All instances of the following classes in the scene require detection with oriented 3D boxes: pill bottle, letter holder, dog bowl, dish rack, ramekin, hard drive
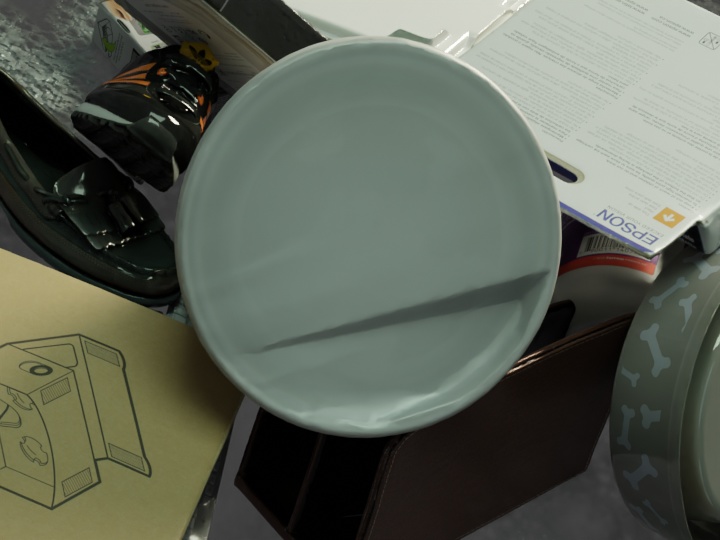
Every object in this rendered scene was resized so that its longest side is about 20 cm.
[{"bbox_3d":[0.175,-0.008,1.511,0.112,0.113,0.201,21,42,3],"label":"pill bottle"},{"bbox_3d":[0.047,0.071,1.360,0.199,0.143,0.101,-24,56,-36],"label":"letter holder"},{"bbox_3d":[0.214,0.071,1.391,0.058,0.202,0.200,15,34,38],"label":"dog bowl"},{"bbox_3d":[0.012,-0.183,1.608,0.199,0.044,0.172,23,40,23],"label":"dish rack"},{"bbox_3d":[-0.001,-0.022,1.254,0.201,0.204,0.094,9,8,-10],"label":"ramekin"},{"bbox_3d":[-0.065,-0.135,1.494,0.200,0.139,0.038,38,79,-28],"label":"hard drive"}]

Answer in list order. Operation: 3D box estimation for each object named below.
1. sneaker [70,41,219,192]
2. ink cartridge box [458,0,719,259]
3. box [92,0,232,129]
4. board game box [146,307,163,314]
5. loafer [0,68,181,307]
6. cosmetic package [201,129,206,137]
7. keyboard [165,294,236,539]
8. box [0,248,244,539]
[{"bbox_3d":[-0.119,-0.103,1.436,0.070,0.200,0.090,40,85,-10],"label":"sneaker"},{"bbox_3d":[0.149,-0.087,1.401,0.199,0.041,0.200,31,52,30],"label":"ink cartridge box"},{"bbox_3d":[-0.070,-0.160,1.642,0.199,0.035,0.110,-20,55,-35],"label":"box"},{"bbox_3d":[-0.221,0.054,1.364,0.198,0.035,0.136,15,42,-4],"label":"board game box"},{"bbox_3d":[-0.179,-0.052,1.452,0.200,0.063,0.072,36,33,28],"label":"loafer"},{"bbox_3d":[-0.044,-0.022,1.398,0.102,0.088,0.200,8,10,-12],"label":"cosmetic package"},{"bbox_3d":[-0.099,0.082,1.384,0.056,0.011,0.201,30,39,-16],"label":"keyboard"},{"bbox_3d":[-0.154,0.081,1.216,0.162,0.021,0.201,23,41,-1],"label":"box"}]
